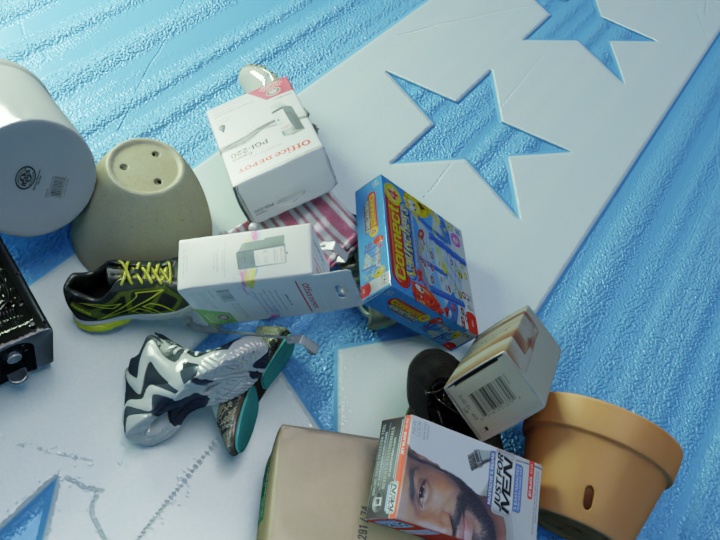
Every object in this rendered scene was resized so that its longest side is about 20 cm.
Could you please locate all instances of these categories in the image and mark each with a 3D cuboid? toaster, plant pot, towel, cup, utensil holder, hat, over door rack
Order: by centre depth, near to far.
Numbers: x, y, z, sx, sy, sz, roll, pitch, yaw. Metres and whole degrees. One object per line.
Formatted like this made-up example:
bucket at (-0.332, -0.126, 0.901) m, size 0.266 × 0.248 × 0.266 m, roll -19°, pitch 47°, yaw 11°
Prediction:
toaster at (-0.481, 0.058, 0.835) m, size 0.180 × 0.119 × 0.201 m, roll -26°, pitch 66°, yaw -33°
plant pot at (0.289, 0.264, 0.913) m, size 0.198 × 0.200 × 0.141 m, roll 26°, pitch 67°, yaw 1°
utensil holder at (-0.454, -0.160, 0.932) m, size 0.169 × 0.172 × 0.200 m, roll -20°, pitch 43°, yaw -30°
hat at (0.104, 0.206, 0.940) m, size 0.200 × 0.081 × 0.202 m, roll 34°, pitch 35°, yaw -28°
over door rack at (-0.130, 0.017, 0.947) m, size 0.198 × 0.067 × 0.149 m, roll 7°, pitch 65°, yaw 27°
cup at (-0.298, -0.095, 0.993) m, size 0.198 × 0.144 × 0.202 m, roll 9°, pitch 53°, yaw -12°
towel at (-0.102, -0.044, 1.053) m, size 0.199 × 0.030 × 0.146 m, roll -39°, pitch 70°, yaw -15°

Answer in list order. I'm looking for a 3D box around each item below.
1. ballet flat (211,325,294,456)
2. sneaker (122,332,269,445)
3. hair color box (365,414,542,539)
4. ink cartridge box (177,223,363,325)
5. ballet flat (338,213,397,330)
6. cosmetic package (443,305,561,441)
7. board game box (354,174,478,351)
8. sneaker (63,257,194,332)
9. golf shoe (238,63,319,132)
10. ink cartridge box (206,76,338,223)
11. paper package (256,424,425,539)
ballet flat at (-0.150, 0.148, 0.926) m, size 0.074 × 0.068 × 0.201 m, roll 9°, pitch 44°, yaw 15°
sneaker at (-0.212, 0.109, 0.882) m, size 0.198 × 0.079 × 0.130 m, roll -37°, pitch 52°, yaw 10°
hair color box at (0.109, 0.246, 0.804) m, size 0.198 × 0.064 × 0.112 m, roll 24°, pitch 62°, yaw -24°
ink cartridge box at (-0.102, 0.005, 0.852) m, size 0.197 × 0.117 × 0.068 m, roll -6°, pitch 65°, yaw 6°
ballet flat at (0.000, 0.000, 1.079) m, size 0.063 × 0.068 × 0.201 m, roll -23°, pitch 59°, yaw 0°
cosmetic package at (0.195, 0.130, 0.961) m, size 0.088 × 0.103 × 0.200 m, roll 54°, pitch 24°, yaw 2°
board game box at (0.082, -0.011, 1.059) m, size 0.195 × 0.056 × 0.202 m, roll 29°, pitch 43°, yaw -38°
sneaker at (-0.281, 0.022, 0.918) m, size 0.198 × 0.085 × 0.075 m, roll -19°, pitch 58°, yaw -4°
golf shoe at (-0.160, -0.268, 1.212) m, size 0.097 × 0.079 × 0.200 m, roll -32°, pitch 69°, yaw -27°
ink cartridge box at (-0.136, -0.183, 1.081) m, size 0.144 × 0.085 × 0.201 m, roll -24°, pitch 51°, yaw -3°
paper package at (-0.024, 0.299, 0.826) m, size 0.188 × 0.104 × 0.202 m, roll 11°, pitch 53°, yaw -11°
